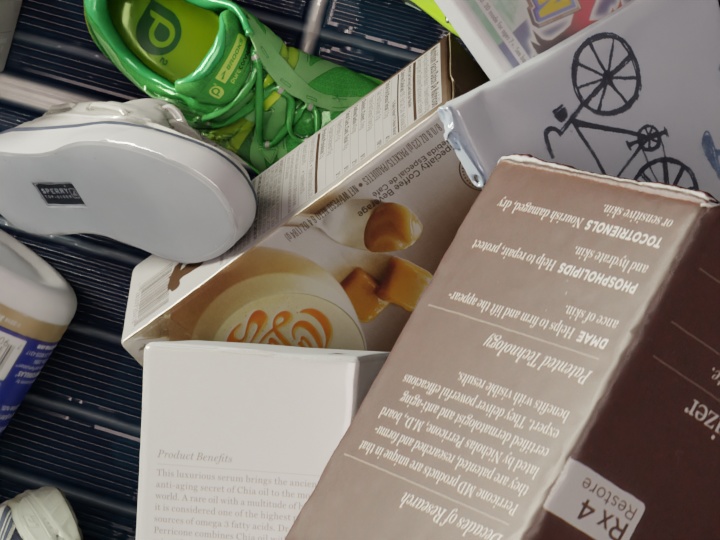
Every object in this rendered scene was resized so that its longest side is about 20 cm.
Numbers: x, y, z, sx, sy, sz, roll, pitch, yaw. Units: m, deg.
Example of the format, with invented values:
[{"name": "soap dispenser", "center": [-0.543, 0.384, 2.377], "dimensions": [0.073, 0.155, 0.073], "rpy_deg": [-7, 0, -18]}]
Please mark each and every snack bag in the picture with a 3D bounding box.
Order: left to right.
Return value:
[{"name": "snack bag", "center": [0.151, -0.035, 1.365], "dimensions": [0.200, 0.021, 0.189], "rpy_deg": [-31, 103, -18]}]

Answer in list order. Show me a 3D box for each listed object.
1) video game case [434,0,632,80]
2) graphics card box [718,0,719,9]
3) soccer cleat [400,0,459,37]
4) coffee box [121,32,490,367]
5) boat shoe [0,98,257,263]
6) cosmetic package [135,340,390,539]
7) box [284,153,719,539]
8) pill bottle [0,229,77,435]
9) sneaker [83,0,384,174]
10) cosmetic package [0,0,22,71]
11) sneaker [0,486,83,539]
[{"name": "video game case", "center": [0.108, -0.168, 1.363], "dimensions": [0.182, 0.023, 0.200], "rpy_deg": [-43, 109, -18]}, {"name": "graphics card box", "center": [0.258, -0.152, 1.356], "dimensions": [0.199, 0.051, 0.126], "rpy_deg": [-9, 88, -17]}, {"name": "soccer cleat", "center": [0.035, -0.159, 1.442], "dimensions": [0.200, 0.081, 0.068], "rpy_deg": [39, 116, 31]}, {"name": "coffee box", "center": [0.000, 0.000, 1.406], "dimensions": [0.200, 0.080, 0.114], "rpy_deg": [-35, 112, 17]}, {"name": "boat shoe", "center": [-0.109, -0.054, 1.425], "dimensions": [0.200, 0.065, 0.074], "rpy_deg": [12, 136, 47]}, {"name": "cosmetic package", "center": [-0.044, 0.134, 1.330], "dimensions": [0.101, 0.071, 0.201], "rpy_deg": [4, 91, 16]}, {"name": "box", "center": [0.109, 0.082, 1.245], "dimensions": [0.166, 0.164, 0.200], "rpy_deg": [33, 82, -29]}, {"name": "pill bottle", "center": [-0.236, 0.068, 1.472], "dimensions": [0.116, 0.116, 0.200], "rpy_deg": [34, 96, 11]}, {"name": "sneaker", "center": [-0.054, -0.085, 1.447], "dimensions": [0.200, 0.084, 0.074], "rpy_deg": [28, 96, 8]}, {"name": "cosmetic package", "center": [-0.271, -0.163, 1.485], "dimensions": [0.200, 0.107, 0.090], "rpy_deg": [22, 102, 13]}, {"name": "sneaker", "center": [-0.160, 0.171, 1.390], "dimensions": [0.085, 0.200, 0.077], "rpy_deg": [-6, 111, -19]}]
